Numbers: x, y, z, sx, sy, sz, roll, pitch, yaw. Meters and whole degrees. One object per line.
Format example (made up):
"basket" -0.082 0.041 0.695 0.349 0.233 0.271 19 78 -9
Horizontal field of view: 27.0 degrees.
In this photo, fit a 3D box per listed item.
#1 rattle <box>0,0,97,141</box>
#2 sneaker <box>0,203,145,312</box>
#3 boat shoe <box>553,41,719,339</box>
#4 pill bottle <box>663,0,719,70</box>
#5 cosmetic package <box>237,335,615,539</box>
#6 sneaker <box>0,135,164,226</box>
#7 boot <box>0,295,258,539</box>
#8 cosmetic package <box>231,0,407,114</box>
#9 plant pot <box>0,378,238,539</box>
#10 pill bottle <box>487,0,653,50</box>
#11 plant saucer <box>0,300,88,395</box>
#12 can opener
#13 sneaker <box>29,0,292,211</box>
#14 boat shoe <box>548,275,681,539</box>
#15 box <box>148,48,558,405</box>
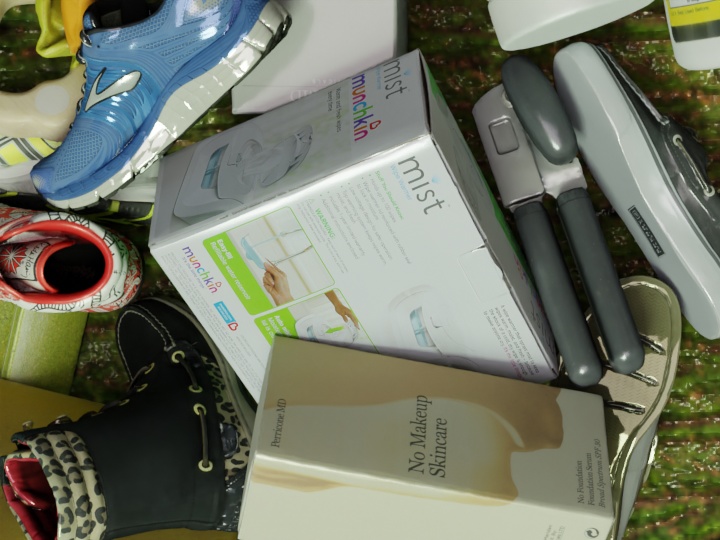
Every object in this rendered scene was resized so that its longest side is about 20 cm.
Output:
"rattle" -0.244 -0.171 0.919 0.199 0.143 0.131 31 85 12
"sneaker" -0.236 -0.015 0.926 0.200 0.108 0.068 10 88 -1
"boat shoe" 0.186 -0.055 0.914 0.056 0.069 0.201 -31 92 -12
"pill bottle" 0.216 -0.222 0.845 0.112 0.112 0.202 -10 100 12
"cosmetic package" 0.036 0.110 0.850 0.198 0.106 0.071 10 128 -5
"sneaker" -0.220 -0.081 0.983 0.198 0.075 0.077 10 82 5
"boot" -0.148 0.088 0.913 0.204 0.153 0.074 51 132 40
"cosmetic package" -0.024 -0.194 0.909 0.106 0.090 0.202 -1 98 7
"plant pot" -0.178 0.210 0.946 0.199 0.177 0.201 14 104 -9
"pill bottle" 0.095 -0.236 0.852 0.112 0.113 0.201 -17 89 13
"plant saucer" -0.296 0.051 1.026 0.198 0.048 0.201 17 104 6
"can opener" 0.117 -0.033 0.898 0.053 0.067 0.201 -18 70 3
"sneaker" -0.131 -0.113 0.872 0.200 0.079 0.089 -39 99 29
"boat shoe" 0.151 0.099 0.944 0.074 0.068 0.201 19 96 13
"box" 0.000 0.000 0.894 0.175 0.097 0.200 -22 126 14
